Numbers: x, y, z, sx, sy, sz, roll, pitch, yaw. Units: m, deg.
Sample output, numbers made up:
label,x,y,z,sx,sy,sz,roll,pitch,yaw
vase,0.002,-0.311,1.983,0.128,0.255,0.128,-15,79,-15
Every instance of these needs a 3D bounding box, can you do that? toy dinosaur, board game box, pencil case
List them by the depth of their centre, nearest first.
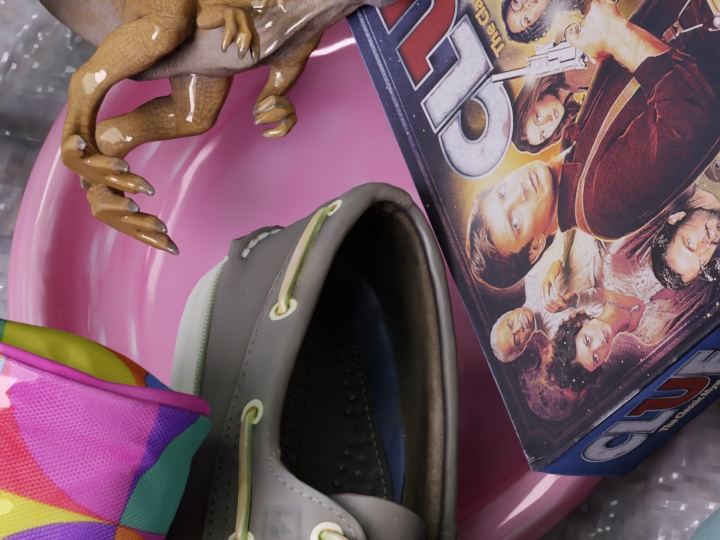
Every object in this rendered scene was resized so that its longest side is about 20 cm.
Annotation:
label,x,y,z,sx,sy,sz,roll,pitch,yaw
pencil case,-0.100,0.108,0.646,0.088,0.088,0.200,19,88,27
board game box,0.059,-0.068,0.719,0.135,0.035,0.200,-45,56,39
toy dinosaur,-0.054,-0.066,0.796,0.200,0.060,0.106,9,67,43

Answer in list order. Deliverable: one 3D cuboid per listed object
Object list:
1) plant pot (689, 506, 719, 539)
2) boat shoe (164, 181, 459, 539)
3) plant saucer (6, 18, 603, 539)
label,x,y,z,sx,sy,sz,roll,pitch,yaw
plant pot,0.095,0.167,0.634,0.200,0.200,0.196,26,76,28
boat shoe,-0.010,0.066,0.685,0.060,0.072,0.202,-39,38,38
plant saucer,0.000,0.000,0.802,0.200,0.051,0.201,-8,69,20
